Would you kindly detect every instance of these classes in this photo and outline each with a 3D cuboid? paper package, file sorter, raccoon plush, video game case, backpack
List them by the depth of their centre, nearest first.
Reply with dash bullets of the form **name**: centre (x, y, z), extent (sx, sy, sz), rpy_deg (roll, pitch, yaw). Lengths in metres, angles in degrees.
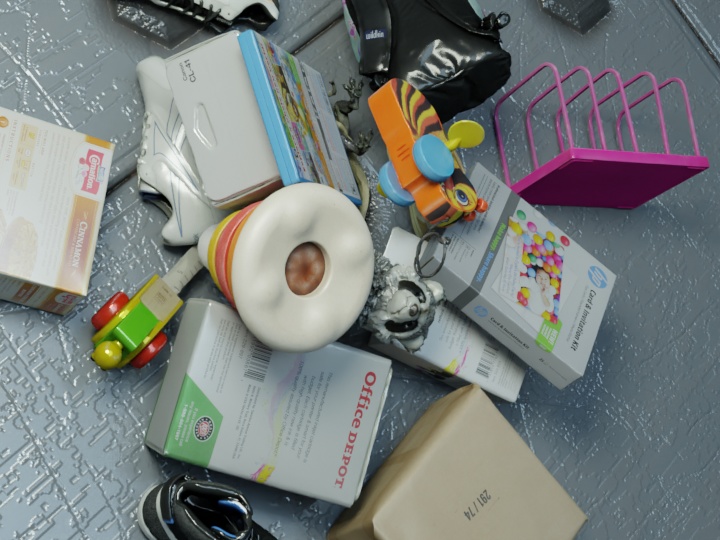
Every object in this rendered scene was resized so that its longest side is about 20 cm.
- **video game case**: centre (-0.053, -0.136, 1.267), extent (0.200, 0.018, 0.145), rpy_deg (12, 60, -74)
- **raccoon plush**: centre (0.000, 0.000, 1.328), extent (0.133, 0.097, 0.201), rpy_deg (23, 19, -30)
- **paper package**: centre (0.099, 0.255, 1.344), extent (0.191, 0.103, 0.200), rpy_deg (49, 57, -6)
- **backpack**: centre (0.055, -0.253, 1.439), extent (0.165, 0.127, 0.202), rpy_deg (-24, 61, -8)
- **file sorter**: centre (0.272, -0.156, 1.557), extent (0.197, 0.139, 0.127), rpy_deg (1, 72, -29)

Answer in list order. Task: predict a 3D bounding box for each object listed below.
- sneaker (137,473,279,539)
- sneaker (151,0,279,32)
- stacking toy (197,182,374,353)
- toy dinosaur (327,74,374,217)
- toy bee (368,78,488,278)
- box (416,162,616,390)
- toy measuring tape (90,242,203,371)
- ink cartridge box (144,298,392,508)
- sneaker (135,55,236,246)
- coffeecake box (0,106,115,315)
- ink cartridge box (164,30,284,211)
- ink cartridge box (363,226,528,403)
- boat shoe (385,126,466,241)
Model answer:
- **sneaker**: centre (-0.104, 0.257, 1.222), extent (0.199, 0.112, 0.074), rpy_deg (34, 61, -15)
- **sneaker**: centre (-0.166, -0.292, 1.394), extent (0.197, 0.074, 0.081), rpy_deg (-4, 78, -30)
- **stacking toy**: centre (-0.095, -0.014, 1.226), extent (0.144, 0.199, 0.149), rpy_deg (-7, 103, -35)
- **toy dinosaur**: centre (-0.021, -0.148, 1.418), extent (0.047, 0.088, 0.202), rpy_deg (-26, 87, -35)
- **toy bee**: centre (0.070, -0.085, 1.323), extent (0.108, 0.130, 0.204), rpy_deg (9, 79, -45)
- **box**: centre (0.164, 0.005, 1.395), extent (0.199, 0.041, 0.157), rpy_deg (39, 47, -10)
- **toy measuring tape**: centre (-0.203, 0.037, 1.283), extent (0.074, 0.073, 0.200), rpy_deg (45, 36, -9)
- **ink cartridge box**: centre (-0.085, 0.125, 1.273), extent (0.198, 0.087, 0.147), rpy_deg (19, 83, -21)
- **sneaker**: centre (-0.187, -0.118, 1.327), extent (0.086, 0.075, 0.202), rpy_deg (-19, 77, -14)
- **coffeecake box**: centre (-0.337, -0.064, 1.220), extent (0.198, 0.073, 0.156), rpy_deg (17, 66, -24)
- **ink cartridge box**: centre (-0.098, -0.137, 1.309), extent (0.085, 0.200, 0.150), rpy_deg (-21, 85, 12)
- **ink cartridge box**: centre (0.086, 0.048, 1.413), extent (0.198, 0.068, 0.117), rpy_deg (27, 75, -20)
- **boat shoe**: centre (0.093, -0.075, 1.470), extent (0.074, 0.066, 0.202), rpy_deg (-28, 91, -34)
